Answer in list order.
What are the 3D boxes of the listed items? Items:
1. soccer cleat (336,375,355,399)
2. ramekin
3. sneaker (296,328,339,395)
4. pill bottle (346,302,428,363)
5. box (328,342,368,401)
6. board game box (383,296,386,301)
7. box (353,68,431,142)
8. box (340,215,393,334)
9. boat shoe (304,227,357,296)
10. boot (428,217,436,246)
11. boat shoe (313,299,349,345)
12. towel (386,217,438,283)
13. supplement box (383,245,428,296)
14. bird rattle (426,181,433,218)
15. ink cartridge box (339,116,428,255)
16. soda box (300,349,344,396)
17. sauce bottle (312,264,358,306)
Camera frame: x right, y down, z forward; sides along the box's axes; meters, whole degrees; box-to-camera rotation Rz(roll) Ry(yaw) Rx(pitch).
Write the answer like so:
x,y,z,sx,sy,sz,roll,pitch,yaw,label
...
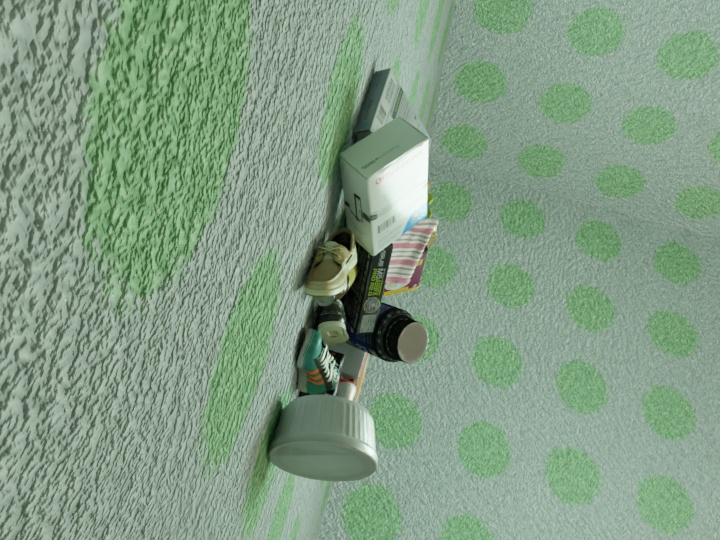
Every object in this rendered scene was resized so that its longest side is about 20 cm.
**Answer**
x,y,z,sx,sy,sz,roll,pitch,yaw,label
-0.070,0.307,1.573,0.200,0.067,0.087,-48,-152,44,soccer cleat
-0.062,0.298,1.270,0.204,0.197,0.096,96,0,-57,ramekin
-0.074,0.177,1.345,0.202,0.078,0.073,96,11,-56,sneaker
0.050,0.128,1.503,0.198,0.110,0.115,16,-88,54,pill bottle
-0.044,0.230,1.667,0.203,0.104,0.154,99,8,-48,box
0.046,-0.043,1.879,0.106,0.100,0.204,96,10,-59,board game box
0.068,-0.261,1.387,0.200,0.040,0.159,48,50,-44,box
0.000,0.000,1.443,0.161,0.043,0.204,-125,-139,-53,box
-0.051,-0.017,1.204,0.201,0.072,0.068,-67,158,-66,boat shoe
0.095,-0.105,1.751,0.176,0.195,0.067,108,-32,-60,boot
-0.059,0.106,1.405,0.201,0.070,0.069,103,-21,-70,boat shoe
0.073,-0.036,1.507,0.030,0.143,0.202,66,-31,34,towel
0.079,-0.029,1.692,0.201,0.128,0.105,94,-19,-62,supplement box
0.079,-0.137,1.556,0.199,0.114,0.163,-34,-172,39,bird rattle
0.046,-0.150,1.277,0.145,0.084,0.202,-35,147,-21,ink cartridge box
-0.089,0.267,1.478,0.063,0.069,0.205,-37,141,-79,soda box
-0.046,0.017,1.308,0.200,0.063,0.066,-61,166,-74,sauce bottle
